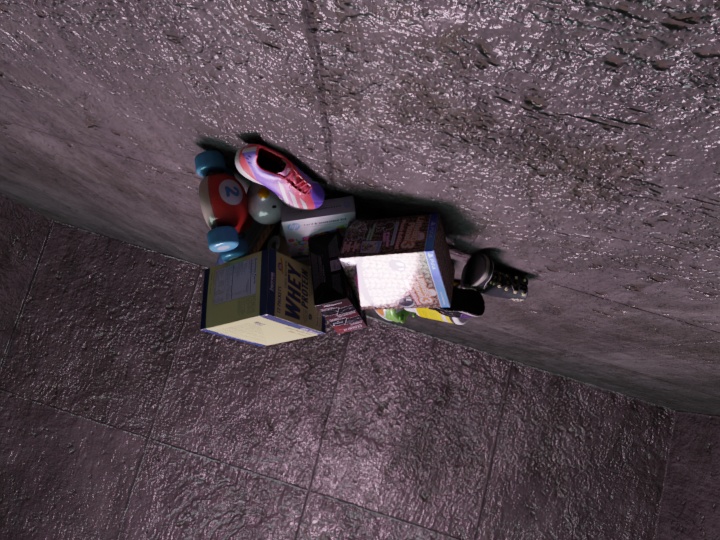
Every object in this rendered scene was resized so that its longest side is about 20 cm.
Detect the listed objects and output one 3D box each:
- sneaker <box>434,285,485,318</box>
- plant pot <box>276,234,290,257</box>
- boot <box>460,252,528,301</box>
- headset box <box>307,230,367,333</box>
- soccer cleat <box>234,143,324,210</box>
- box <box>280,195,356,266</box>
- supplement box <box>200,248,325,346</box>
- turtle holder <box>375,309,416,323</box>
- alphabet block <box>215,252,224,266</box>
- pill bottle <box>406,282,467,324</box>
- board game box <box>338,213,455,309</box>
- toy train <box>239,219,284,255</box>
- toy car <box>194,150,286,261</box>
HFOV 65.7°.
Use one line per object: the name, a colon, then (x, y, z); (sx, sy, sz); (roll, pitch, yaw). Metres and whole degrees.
sneaker: (0.182, 0.070, 1.245); (0.195, 0.078, 0.087); (23, 151, -30)
plant pot: (-0.159, -0.054, 1.404); (0.131, 0.206, 0.200); (-25, 155, 16)
boot: (0.316, 0.018, 1.269); (0.148, 0.076, 0.204); (12, 170, 0)
headset box: (-0.044, 0.034, 1.201); (0.074, 0.154, 0.201); (-12, 155, 8)
soccer cleat: (-0.134, -0.169, 1.022); (0.197, 0.071, 0.072); (27, 161, -36)
box: (-0.082, -0.076, 1.190); (0.150, 0.043, 0.202); (-8, 152, -3)
supplement box: (-0.206, 0.067, 1.212); (0.194, 0.140, 0.198); (-14, 157, 31)
turtle holder: (0.112, 0.075, 1.781); (0.128, 0.187, 0.144); (9, 136, 33)
alphabet block: (-0.285, -0.035, 1.629); (0.190, 0.202, 0.200); (16, 171, 10)
pill bottle: (0.223, 0.086, 1.644); (0.195, 0.119, 0.113); (8, 167, 39)
board game box: (0.076, -0.012, 1.112); (0.193, 0.099, 0.162); (-4, 136, 22)
toy train: (-0.233, -0.086, 1.274); (0.083, 0.204, 0.114); (24, 164, 26)
toy car: (-0.216, -0.143, 1.134); (0.192, 0.191, 0.177); (-13, 170, -2)
